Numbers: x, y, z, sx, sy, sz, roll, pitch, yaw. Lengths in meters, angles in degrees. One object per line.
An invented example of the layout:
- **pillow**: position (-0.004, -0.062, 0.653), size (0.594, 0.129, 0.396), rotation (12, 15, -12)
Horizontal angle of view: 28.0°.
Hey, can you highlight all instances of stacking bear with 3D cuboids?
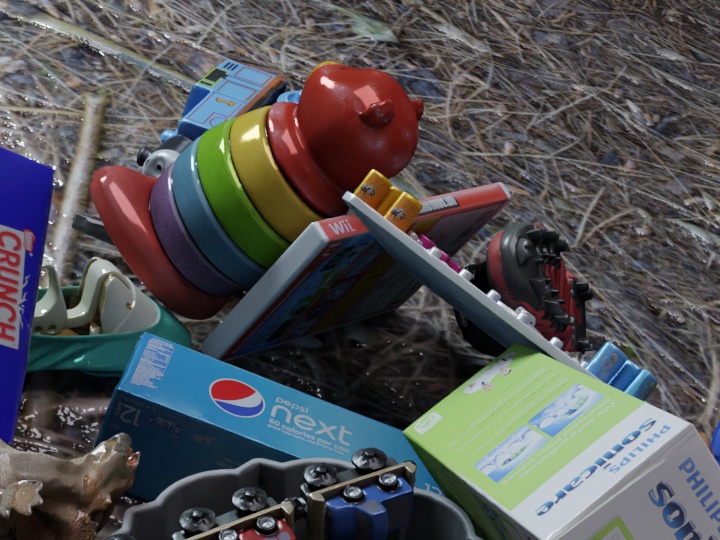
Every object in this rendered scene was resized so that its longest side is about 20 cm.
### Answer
- **stacking bear**: position (-0.052, -0.061, 0.923), size (0.121, 0.199, 0.114), rotation (-3, 65, -63)

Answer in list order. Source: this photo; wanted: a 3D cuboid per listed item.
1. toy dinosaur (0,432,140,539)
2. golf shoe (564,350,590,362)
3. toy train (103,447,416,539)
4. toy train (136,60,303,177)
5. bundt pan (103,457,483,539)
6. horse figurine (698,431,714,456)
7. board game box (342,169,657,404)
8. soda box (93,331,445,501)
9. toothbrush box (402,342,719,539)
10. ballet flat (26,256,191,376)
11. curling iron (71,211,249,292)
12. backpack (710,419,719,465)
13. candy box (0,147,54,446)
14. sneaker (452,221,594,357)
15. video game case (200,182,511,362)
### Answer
- **toy dinosaur**: position (-0.202, 0.120, 0.677), size (0.199, 0.136, 0.086), rotation (-10, 53, -7)
- **golf shoe**: position (0.136, 0.121, 0.950), size (0.097, 0.079, 0.200), rotation (39, 33, 14)
- **toy train**: position (-0.053, 0.127, 0.669), size (0.199, 0.034, 0.046), rotation (-16, 35, -28)
- **toy train**: position (-0.097, -0.092, 1.119), size (0.114, 0.087, 0.200), rotation (18, 31, 8)
- **bundt pan**: position (-0.031, 0.177, 0.691), size (0.200, 0.076, 0.202), rotation (0, 27, 0)
- **horse figurine**: position (0.196, 0.155, 0.888), size (0.199, 0.050, 0.133), rotation (15, 63, -51)
- **board game box**: position (0.091, 0.028, 0.850), size (0.200, 0.026, 0.200), rotation (37, -2, 16)
- **soda box**: position (-0.049, 0.111, 0.830), size (0.199, 0.068, 0.064), rotation (22, 28, -4)
- **toothbrush box**: position (0.118, 0.131, 0.698), size (0.146, 0.086, 0.200), rotation (56, -10, -16)
- **ballet flat**: position (-0.178, 0.028, 0.870), size (0.199, 0.071, 0.067), rotation (-2, 34, -40)
- **curling iron**: position (-0.107, -0.011, 1.026), size (0.199, 0.026, 0.050), rotation (12, 61, -16)
- **backpack**: position (0.334, 0.135, 0.965), size (0.167, 0.163, 0.200), rotation (6, 30, -47)
- **candy box**: position (-0.266, -0.002, 0.725), size (0.199, 0.077, 0.170), rotation (23, 54, -31)
- **sneaker**: position (0.107, 0.020, 1.023), size (0.097, 0.071, 0.200), rotation (-3, -17, 16)
- **video game case**: position (0.000, 0.000, 0.975), size (0.199, 0.143, 0.017), rotation (-15, 66, -49)
